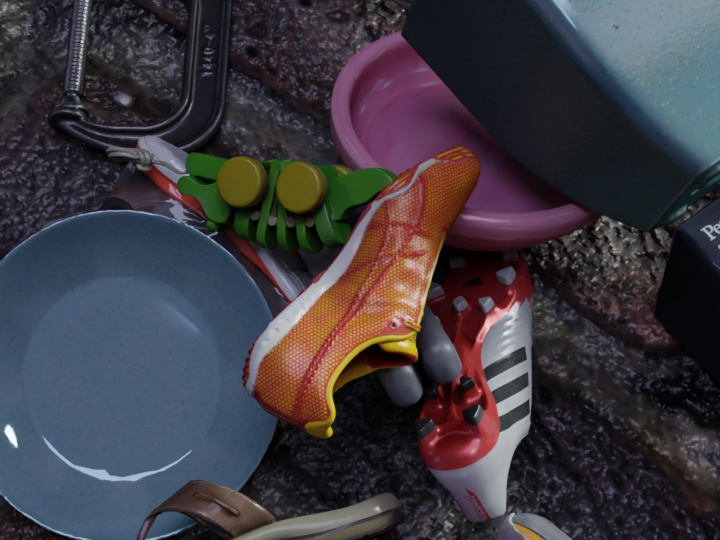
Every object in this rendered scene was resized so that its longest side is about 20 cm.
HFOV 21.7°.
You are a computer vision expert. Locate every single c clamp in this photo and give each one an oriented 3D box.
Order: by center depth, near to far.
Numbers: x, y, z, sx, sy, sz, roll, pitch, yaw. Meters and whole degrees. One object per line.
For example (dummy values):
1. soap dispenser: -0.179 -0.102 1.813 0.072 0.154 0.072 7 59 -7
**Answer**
1. c clamp: -0.172 -0.160 1.302 0.169 0.027 0.201 -2 61 -5

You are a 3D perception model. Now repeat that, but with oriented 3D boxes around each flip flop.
1. flip flop: -0.074 0.147 1.099 0.198 0.081 0.058 -11 83 -10

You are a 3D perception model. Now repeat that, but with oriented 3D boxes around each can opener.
1. can opener: 0.000 0.000 1.147 0.053 0.067 0.200 -28 37 -3

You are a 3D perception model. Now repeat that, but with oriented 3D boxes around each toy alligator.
1. toy alligator: -0.069 -0.041 1.139 0.198 0.059 0.055 6 93 23

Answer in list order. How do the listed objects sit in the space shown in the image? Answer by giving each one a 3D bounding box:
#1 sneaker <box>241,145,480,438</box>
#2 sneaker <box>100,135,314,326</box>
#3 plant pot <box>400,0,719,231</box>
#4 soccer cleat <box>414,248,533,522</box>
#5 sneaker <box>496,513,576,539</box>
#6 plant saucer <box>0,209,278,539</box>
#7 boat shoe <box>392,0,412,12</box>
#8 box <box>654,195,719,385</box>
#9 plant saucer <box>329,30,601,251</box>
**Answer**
1. sneaker: 0.014 0.013 1.075 0.077 0.073 0.200 34 70 10
2. sneaker: -0.089 0.004 1.199 0.082 0.077 0.200 -48 68 8
3. plant pot: 0.168 -0.143 1.102 0.196 0.196 0.201 -32 81 -15
4. soccer cleat: 0.075 0.065 1.156 0.068 0.086 0.201 -11 36 19
5. sneaker: 0.164 0.203 1.081 0.199 0.079 0.077 37 56 15
6. plant saucer: -0.146 0.065 1.149 0.199 0.039 0.203 0 88 -3
7. boat shoe: 0.030 -0.230 1.280 0.071 0.072 0.199 -38 47 -22
8. box: 0.320 0.018 1.143 0.196 0.118 0.200 -34 65 -15
9. plant saucer: 0.077 -0.081 1.211 0.199 0.051 0.202 5 44 -5
